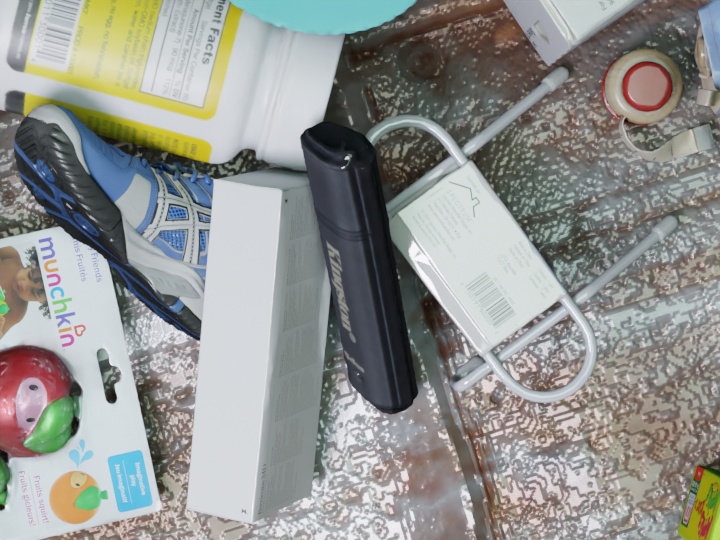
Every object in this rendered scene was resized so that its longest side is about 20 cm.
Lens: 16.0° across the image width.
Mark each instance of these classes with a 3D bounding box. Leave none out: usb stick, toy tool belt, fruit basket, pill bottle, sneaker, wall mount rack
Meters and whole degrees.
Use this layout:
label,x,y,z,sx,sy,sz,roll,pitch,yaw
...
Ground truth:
label,x,y,z,sx,sy,sz,roll,pitch,yaw
usb stick,0.000,0.000,1.517,0.033,0.055,0.200,-34,133,-26
toy tool belt,0.248,-0.133,1.540,0.200,0.123,0.125,-14,92,-2
fruit basket,-0.234,0.079,1.537,0.200,0.094,0.185,-12,92,-6
pill bottle,-0.115,-0.128,1.527,0.200,0.114,0.114,15,90,-3
sneaker,-0.131,-0.040,1.522,0.077,0.076,0.200,-52,134,-12
wall mount rack,0.092,-0.025,1.563,0.174,0.075,0.200,-36,93,2

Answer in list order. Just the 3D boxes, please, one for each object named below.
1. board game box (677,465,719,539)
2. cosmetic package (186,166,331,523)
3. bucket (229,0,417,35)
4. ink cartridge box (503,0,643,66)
label,x,y,z,sx,sy,sz,roll,pitch,yaw
board game box,0.302,0.171,1.559,0.200,0.102,0.048,16,90,-3
cosmetic package,-0.059,0.042,1.529,0.051,0.083,0.200,10,101,22
bucket,-0.014,-0.243,1.462,0.207,0.135,0.207,12,128,15
ink cartridge box,0.175,-0.215,1.523,0.200,0.147,0.083,-36,91,-2
